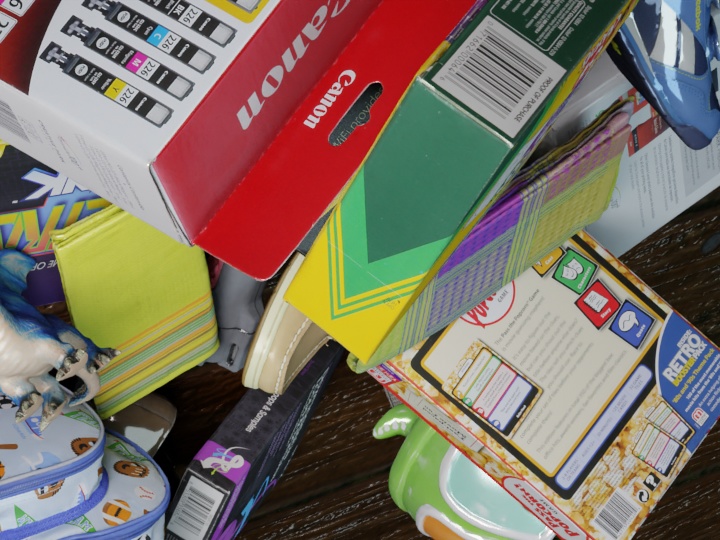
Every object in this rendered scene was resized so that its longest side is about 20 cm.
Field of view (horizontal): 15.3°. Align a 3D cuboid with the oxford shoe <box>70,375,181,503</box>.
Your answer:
[{"bbox_3d":[-0.158,0.146,1.651,0.084,0.073,0.200,16,136,-7],"label":"oxford shoe"}]

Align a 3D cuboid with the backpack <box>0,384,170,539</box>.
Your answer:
[{"bbox_3d":[-0.204,0.142,1.498,0.190,0.200,0.154,-5,120,-35],"label":"backpack"}]

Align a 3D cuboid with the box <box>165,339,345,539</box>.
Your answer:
[{"bbox_3d":[-0.078,0.128,1.703,0.200,0.036,0.143,-54,172,-53],"label":"box"}]

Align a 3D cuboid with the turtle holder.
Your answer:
[{"bbox_3d":[0.113,0.113,1.737,0.185,0.132,0.141,-34,151,-23],"label":"turtle holder"}]

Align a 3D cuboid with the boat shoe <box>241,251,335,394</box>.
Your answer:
[{"bbox_3d":[0.000,0.000,1.595,0.200,0.066,0.074,-56,171,-27],"label":"boat shoe"}]

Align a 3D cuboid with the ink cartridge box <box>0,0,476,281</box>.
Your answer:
[{"bbox_3d":[-0.062,-0.122,1.254,0.200,0.175,0.084,-54,155,-16],"label":"ink cartridge box"}]

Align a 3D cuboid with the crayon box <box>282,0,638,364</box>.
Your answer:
[{"bbox_3d":[0.059,-0.074,1.280,0.200,0.058,0.173,-50,174,-43],"label":"crayon box"}]

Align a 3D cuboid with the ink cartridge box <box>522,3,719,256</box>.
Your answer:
[{"bbox_3d":[0.177,-0.113,1.693,0.175,0.084,0.200,-34,152,-9],"label":"ink cartridge box"}]

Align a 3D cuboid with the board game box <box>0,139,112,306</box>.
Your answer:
[{"bbox_3d":[-0.169,-0.054,1.400,0.200,0.057,0.166,-12,140,-42],"label":"board game box"}]

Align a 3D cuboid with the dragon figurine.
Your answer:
[{"bbox_3d":[-0.182,0.027,1.380,0.059,0.099,0.200,-45,171,6],"label":"dragon figurine"}]

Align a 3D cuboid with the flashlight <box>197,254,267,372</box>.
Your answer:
[{"bbox_3d":[-0.073,-0.030,1.549,0.068,0.068,0.200,11,138,-12],"label":"flashlight"}]

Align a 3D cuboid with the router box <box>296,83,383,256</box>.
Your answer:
[{"bbox_3d":[0.010,-0.101,1.414,0.200,0.052,0.157,-51,133,2],"label":"router box"}]

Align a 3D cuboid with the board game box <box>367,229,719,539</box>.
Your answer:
[{"bbox_3d":[0.120,0.060,1.649,0.152,0.200,0.046,-51,-172,-17],"label":"board game box"}]

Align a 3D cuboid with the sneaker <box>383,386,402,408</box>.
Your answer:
[{"bbox_3d":[0.022,0.038,1.733,0.082,0.078,0.200,-49,150,-28],"label":"sneaker"}]

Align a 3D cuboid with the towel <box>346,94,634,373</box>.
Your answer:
[{"bbox_3d":[0.077,-0.018,1.554,0.200,0.023,0.144,-35,164,-16],"label":"towel"}]

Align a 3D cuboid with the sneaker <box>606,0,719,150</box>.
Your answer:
[{"bbox_3d":[0.174,-0.152,1.514,0.082,0.074,0.200,-32,129,-4],"label":"sneaker"}]

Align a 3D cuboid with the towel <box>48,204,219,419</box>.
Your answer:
[{"bbox_3d":[-0.123,0.013,1.479,0.086,0.018,0.200,-31,154,-15],"label":"towel"}]
